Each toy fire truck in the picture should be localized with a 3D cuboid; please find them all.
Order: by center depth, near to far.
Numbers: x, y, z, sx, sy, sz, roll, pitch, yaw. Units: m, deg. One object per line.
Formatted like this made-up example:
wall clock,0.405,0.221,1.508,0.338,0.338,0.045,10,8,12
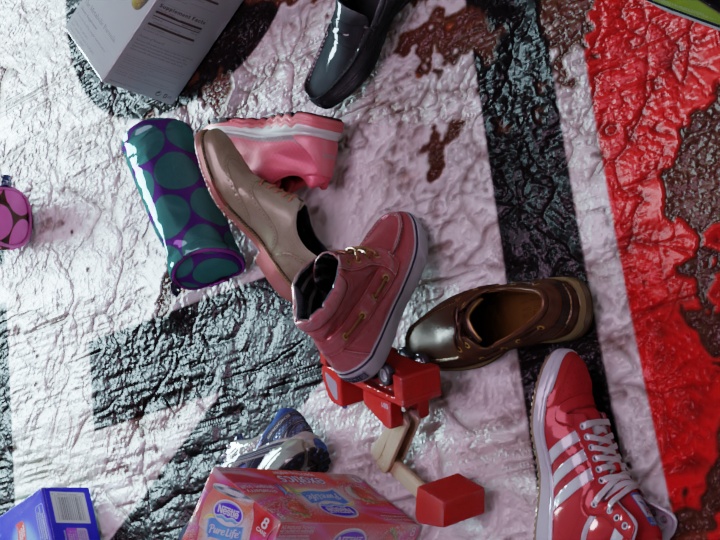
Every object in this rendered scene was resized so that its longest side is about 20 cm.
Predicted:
toy fire truck,0.034,0.144,1.332,0.200,0.049,0.142,18,117,54

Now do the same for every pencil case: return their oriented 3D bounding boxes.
pencil case,-0.196,-0.072,1.559,0.085,0.093,0.201,-20,61,-7
pencil case,-0.507,-0.069,1.817,0.199,0.093,0.091,-4,79,40

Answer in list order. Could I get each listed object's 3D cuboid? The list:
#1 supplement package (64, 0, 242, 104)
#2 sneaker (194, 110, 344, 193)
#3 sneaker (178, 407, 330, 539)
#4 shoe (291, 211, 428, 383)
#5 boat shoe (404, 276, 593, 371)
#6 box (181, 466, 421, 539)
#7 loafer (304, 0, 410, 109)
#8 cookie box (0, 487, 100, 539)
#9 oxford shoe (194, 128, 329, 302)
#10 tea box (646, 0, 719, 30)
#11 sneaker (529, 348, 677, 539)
supplement package,-0.222,-0.309,1.611,0.200,0.109,0.114,-52,54,19
sneaker,-0.105,-0.116,1.499,0.200,0.074,0.087,-1,85,42
sneaker,-0.113,0.217,1.450,0.200,0.077,0.085,-42,47,18
shoe,0.000,0.000,1.322,0.071,0.091,0.201,-15,41,36
boat shoe,0.111,0.045,1.283,0.200,0.067,0.072,-18,73,41
box,-0.053,0.246,1.298,0.102,0.200,0.095,32,102,40
loafer,-0.003,-0.256,1.441,0.068,0.070,0.201,47,111,36
cookie box,-0.380,0.365,1.634,0.200,0.075,0.172,-34,61,30
oxford shoe,-0.093,-0.068,1.449,0.074,0.071,0.200,-32,97,26
tea box,0.289,-0.302,1.120,0.133,0.196,0.201,31,101,39
sneaker,0.202,0.165,1.183,0.112,0.071,0.201,-3,87,44
